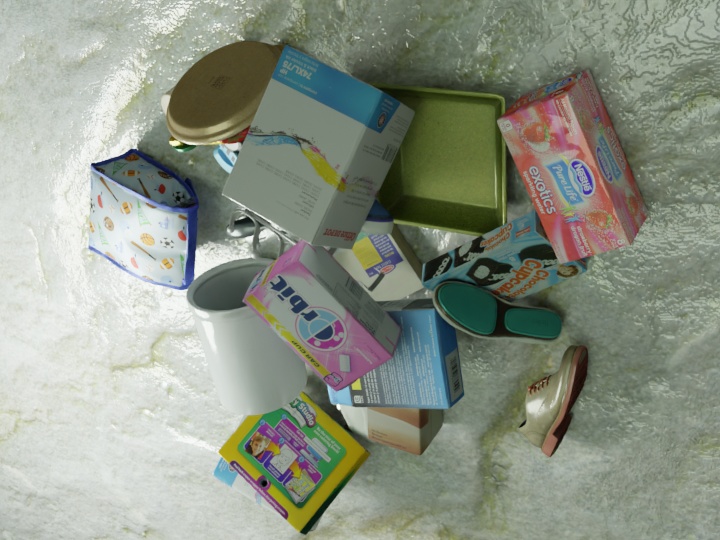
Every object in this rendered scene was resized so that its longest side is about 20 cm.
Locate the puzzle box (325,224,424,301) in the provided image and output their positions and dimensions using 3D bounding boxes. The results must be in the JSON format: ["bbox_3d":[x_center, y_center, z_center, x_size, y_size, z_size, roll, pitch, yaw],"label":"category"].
[{"bbox_3d":[0.000,0.000,1.441,0.198,0.025,0.134,-27,100,40],"label":"puzzle box"}]

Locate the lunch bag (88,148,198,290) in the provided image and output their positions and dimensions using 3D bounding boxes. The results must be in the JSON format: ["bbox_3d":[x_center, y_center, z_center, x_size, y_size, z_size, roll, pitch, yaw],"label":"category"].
[{"bbox_3d":[-0.345,-0.080,1.556,0.198,0.123,0.172,29,129,25],"label":"lunch bag"}]

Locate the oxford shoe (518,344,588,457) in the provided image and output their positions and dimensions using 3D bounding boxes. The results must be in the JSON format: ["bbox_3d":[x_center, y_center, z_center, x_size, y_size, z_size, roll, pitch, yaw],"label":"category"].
[{"bbox_3d":[0.271,0.181,1.346,0.074,0.070,0.203,28,128,23],"label":"oxford shoe"}]

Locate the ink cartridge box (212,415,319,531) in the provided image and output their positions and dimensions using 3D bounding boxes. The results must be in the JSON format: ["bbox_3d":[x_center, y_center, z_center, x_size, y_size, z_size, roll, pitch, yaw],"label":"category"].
[{"bbox_3d":[-0.136,0.346,1.651,0.198,0.146,0.085,26,172,18],"label":"ink cartridge box"}]

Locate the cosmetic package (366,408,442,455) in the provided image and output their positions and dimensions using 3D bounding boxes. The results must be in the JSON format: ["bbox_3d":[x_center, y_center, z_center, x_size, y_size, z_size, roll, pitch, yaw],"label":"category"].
[{"bbox_3d":[0.068,0.174,1.460,0.102,0.087,0.203,12,123,27],"label":"cosmetic package"}]

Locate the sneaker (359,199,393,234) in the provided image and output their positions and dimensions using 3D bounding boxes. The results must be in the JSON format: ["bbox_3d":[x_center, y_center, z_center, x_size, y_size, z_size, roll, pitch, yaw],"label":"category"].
[{"bbox_3d":[-0.024,-0.150,1.288,0.198,0.080,0.149,27,111,26],"label":"sneaker"}]

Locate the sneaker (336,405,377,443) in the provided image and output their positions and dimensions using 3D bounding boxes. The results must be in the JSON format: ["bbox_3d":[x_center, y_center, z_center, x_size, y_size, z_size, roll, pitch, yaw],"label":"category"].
[{"bbox_3d":[-0.008,0.195,1.532,0.083,0.073,0.203,13,125,23],"label":"sneaker"}]

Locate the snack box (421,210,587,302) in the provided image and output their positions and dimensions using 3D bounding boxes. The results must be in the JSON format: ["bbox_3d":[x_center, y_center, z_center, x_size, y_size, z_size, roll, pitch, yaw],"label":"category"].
[{"bbox_3d":[0.192,-0.004,1.269,0.115,0.038,0.198,30,140,-33],"label":"snack box"}]

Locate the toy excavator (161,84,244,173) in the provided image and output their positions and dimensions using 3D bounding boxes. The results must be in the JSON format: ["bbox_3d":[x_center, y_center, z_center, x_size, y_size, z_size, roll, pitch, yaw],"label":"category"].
[{"bbox_3d":[-0.202,-0.207,1.408,0.199,0.100,0.196,-13,118,53],"label":"toy excavator"}]

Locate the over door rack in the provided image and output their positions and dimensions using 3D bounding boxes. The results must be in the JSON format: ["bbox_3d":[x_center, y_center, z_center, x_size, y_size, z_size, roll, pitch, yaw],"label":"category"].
[{"bbox_3d":[-0.086,-0.018,1.366,0.198,0.147,0.068,19,82,34],"label":"over door rack"}]

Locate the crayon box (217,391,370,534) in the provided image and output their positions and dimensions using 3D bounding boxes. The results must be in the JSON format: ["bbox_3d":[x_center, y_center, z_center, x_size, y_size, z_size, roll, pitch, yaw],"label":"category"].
[{"bbox_3d":[-0.112,0.308,1.581,0.199,0.173,0.058,39,172,19],"label":"crayon box"}]

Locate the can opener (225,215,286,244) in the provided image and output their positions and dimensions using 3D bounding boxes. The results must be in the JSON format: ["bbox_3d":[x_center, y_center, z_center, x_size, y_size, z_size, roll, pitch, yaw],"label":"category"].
[{"bbox_3d":[-0.120,-0.078,1.451,0.197,0.066,0.053,-17,107,34],"label":"can opener"}]

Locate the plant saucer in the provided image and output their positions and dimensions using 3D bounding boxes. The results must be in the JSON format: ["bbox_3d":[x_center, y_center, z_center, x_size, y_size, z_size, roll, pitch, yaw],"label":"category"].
[{"bbox_3d":[0.112,-0.154,1.260,0.197,0.048,0.203,11,122,28],"label":"plant saucer"}]

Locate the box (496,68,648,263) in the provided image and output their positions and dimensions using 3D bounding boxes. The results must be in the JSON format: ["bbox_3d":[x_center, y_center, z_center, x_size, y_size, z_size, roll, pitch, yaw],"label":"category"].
[{"bbox_3d":[0.262,-0.125,1.147,0.101,0.095,0.202,-15,108,37],"label":"box"}]

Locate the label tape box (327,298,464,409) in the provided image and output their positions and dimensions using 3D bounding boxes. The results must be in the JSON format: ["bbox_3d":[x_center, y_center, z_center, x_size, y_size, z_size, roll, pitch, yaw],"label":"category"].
[{"bbox_3d":[0.042,0.119,1.345,0.197,0.066,0.146,-3,102,32],"label":"label tape box"}]

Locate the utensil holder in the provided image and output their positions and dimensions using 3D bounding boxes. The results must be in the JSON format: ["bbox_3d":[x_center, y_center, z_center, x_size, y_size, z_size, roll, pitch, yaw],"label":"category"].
[{"bbox_3d":[-0.180,0.108,1.530,0.167,0.170,0.203,7,122,29],"label":"utensil holder"}]

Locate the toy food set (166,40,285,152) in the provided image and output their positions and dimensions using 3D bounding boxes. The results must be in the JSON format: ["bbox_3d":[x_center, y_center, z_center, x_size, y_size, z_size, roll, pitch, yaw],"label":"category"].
[{"bbox_3d":[-0.184,-0.246,1.306,0.195,0.202,0.049,4,146,30],"label":"toy food set"}]

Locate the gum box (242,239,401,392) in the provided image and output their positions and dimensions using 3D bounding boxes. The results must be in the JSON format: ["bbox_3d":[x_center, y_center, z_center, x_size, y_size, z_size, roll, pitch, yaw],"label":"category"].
[{"bbox_3d":[-0.046,0.063,1.267,0.113,0.067,0.200,-34,109,32],"label":"gum box"}]

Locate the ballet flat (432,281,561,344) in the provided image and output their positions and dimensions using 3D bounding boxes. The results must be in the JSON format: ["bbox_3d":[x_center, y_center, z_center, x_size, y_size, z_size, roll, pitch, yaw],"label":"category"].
[{"bbox_3d":[0.181,0.068,1.293,0.196,0.070,0.070,14,132,-15],"label":"ballet flat"}]

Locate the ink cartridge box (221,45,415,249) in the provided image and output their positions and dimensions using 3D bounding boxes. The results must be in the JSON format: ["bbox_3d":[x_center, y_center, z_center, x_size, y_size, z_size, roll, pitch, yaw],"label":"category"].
[{"bbox_3d":[-0.051,-0.149,1.187,0.144,0.146,0.203,28,98,18],"label":"ink cartridge box"}]
